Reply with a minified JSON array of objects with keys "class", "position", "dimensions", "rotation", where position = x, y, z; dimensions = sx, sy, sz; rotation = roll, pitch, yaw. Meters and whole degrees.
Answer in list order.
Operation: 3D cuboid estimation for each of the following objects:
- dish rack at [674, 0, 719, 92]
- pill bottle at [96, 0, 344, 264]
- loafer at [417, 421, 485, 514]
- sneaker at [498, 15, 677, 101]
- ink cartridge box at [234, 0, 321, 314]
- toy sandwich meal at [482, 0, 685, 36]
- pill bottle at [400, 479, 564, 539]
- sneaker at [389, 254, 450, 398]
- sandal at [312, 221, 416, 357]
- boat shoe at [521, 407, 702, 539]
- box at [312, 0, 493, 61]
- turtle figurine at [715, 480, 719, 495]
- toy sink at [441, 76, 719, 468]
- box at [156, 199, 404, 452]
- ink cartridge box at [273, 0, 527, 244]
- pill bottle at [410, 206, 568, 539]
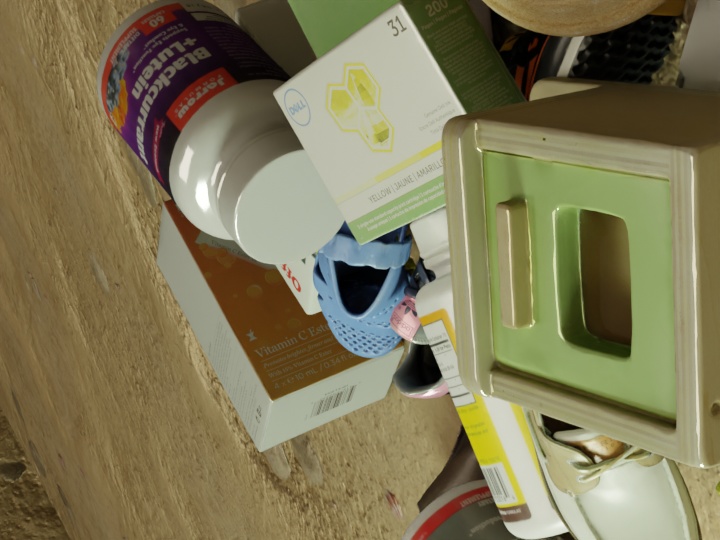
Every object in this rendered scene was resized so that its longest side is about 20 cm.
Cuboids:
[{"class":"dish rack","position":[0.206,-0.054,0.716],"dimensions":[0.200,0.043,0.172],"rotation":[55,155,33]},{"class":"pill bottle","position":[-0.087,-0.090,1.060],"dimensions":[0.200,0.111,0.112],"rotation":[47,150,45]},{"class":"loafer","position":[0.082,0.173,1.189],"dimensions":[0.073,0.071,0.201],"rotation":[53,154,33]},{"class":"sneaker","position":[0.104,-0.108,0.869],"dimensions":[0.090,0.070,0.200],"rotation":[53,156,28]},{"class":"ink cartridge box","position":[-0.030,-0.086,1.196],"dimensions":[0.147,0.083,0.200],"rotation":[56,156,30]},{"class":"toy sandwich meal","position":[0.106,-0.203,0.747],"dimensions":[0.205,0.070,0.206],"rotation":[5,97,44]},{"class":"pill bottle","position":[0.115,0.239,1.058],"dimensions":[0.200,0.113,0.114],"rotation":[46,150,44]},{"class":"sneaker","position":[0.060,0.010,1.071],"dimensions":[0.070,0.082,0.201],"rotation":[47,150,43]},{"class":"sandal","position":[0.000,0.000,1.104],"dimensions":[0.200,0.079,0.087],"rotation":[87,-167,-51]},{"class":"boat shoe","position":[0.125,0.089,0.880],"dimensions":[0.201,0.075,0.068],"rotation":[61,-178,2]},{"class":"box","position":[0.018,-0.179,0.954],"dimensions":[0.075,0.100,0.201],"rotation":[-120,18,-57]},{"class":"turtle figurine","position":[0.183,0.035,0.825],"dimensions":[0.200,0.064,0.162],"rotation":[37,151,41]},{"class":"toy sink","position":[0.109,-0.009,0.717],"dimensions":[0.200,0.112,0.131],"rotation":[18,116,53]},{"class":"box","position":[-0.070,0.026,1.343],"dimensions":[0.200,0.124,0.098],"rotation":[59,157,22]},{"class":"ink cartridge box","position":[0.001,-0.126,0.875],"dimensions":[0.201,0.048,0.145],"rotation":[59,147,-5]},{"class":"pill bottle","position":[0.102,0.050,0.971],"dimensions":[0.201,0.109,0.109],"rotation":[68,159,2]}]
